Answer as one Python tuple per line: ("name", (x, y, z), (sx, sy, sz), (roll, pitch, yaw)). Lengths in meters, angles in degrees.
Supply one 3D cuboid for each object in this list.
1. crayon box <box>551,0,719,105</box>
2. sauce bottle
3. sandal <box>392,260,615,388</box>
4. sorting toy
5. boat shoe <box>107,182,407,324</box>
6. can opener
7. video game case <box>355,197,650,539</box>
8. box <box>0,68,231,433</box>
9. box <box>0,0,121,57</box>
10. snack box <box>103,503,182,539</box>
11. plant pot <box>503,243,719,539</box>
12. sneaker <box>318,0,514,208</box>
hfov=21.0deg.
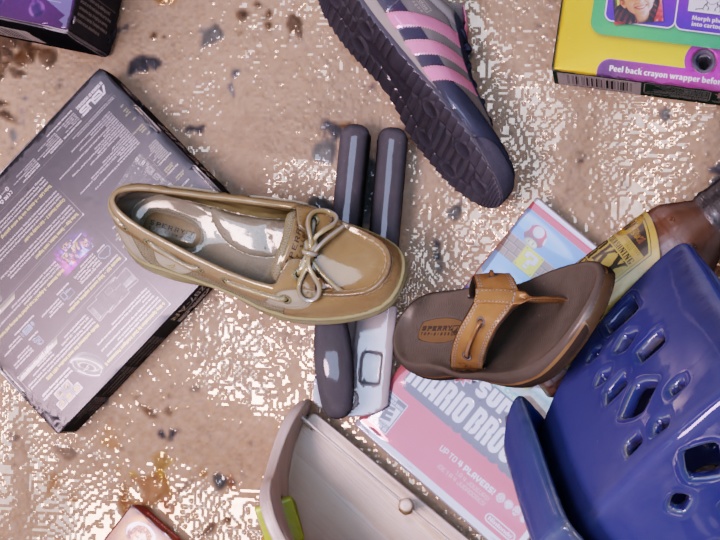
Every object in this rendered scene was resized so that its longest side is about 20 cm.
("crayon box", (0.238, -0.202, 1.301), (0.198, 0.058, 0.175), (8, 87, 8))
("sauce bottle", (0.186, 0.001, 1.276), (0.199, 0.065, 0.065), (-38, 82, 2))
("sandal", (0.080, 0.028, 1.244), (0.054, 0.199, 0.082), (34, 69, -31))
("sorting toy", (-0.004, 0.185, 1.249), (0.199, 0.180, 0.107), (39, 92, 9))
("boat shoe", (-0.068, -0.017, 1.276), (0.199, 0.063, 0.074), (16, 75, 14))
("can opener", (0.000, 0.000, 1.314), (0.053, 0.067, 0.202), (5, 86, 4))
("video game case", (0.111, 0.073, 1.321), (0.143, 0.017, 0.201), (39, 92, 9))
("box", (-0.191, -0.013, 1.356), (0.160, 0.044, 0.200), (44, 93, 8))
("box", (-0.233, -0.264, 1.348), (0.146, 0.104, 0.202), (11, 88, 9))
("snack box", (-0.103, 0.252, 1.337), (0.200, 0.024, 0.072), (40, 94, 8))
("plant pot", (0.204, 0.135, 1.191), (0.179, 0.200, 0.200), (-38, 111, 11))
("sneaker", (0.057, -0.140, 1.318), (0.082, 0.070, 0.201), (-33, 86, -26))
